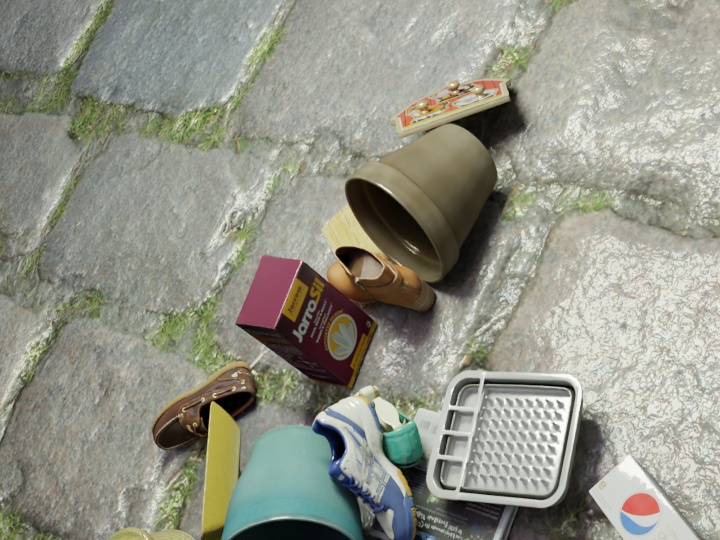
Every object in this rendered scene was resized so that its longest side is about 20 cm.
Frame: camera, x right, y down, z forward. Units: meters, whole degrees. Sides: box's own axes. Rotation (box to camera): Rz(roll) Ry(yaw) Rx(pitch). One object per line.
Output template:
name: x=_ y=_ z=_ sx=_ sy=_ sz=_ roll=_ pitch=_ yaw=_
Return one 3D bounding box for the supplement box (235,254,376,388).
supplement box: x=-0.076 y=0.076 z=1.657 sx=0.085 sy=0.200 sz=0.112 roll=6 pitch=66 yaw=40

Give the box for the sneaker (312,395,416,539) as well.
sneaker: x=0.001 y=0.267 z=1.473 sx=0.202 sy=0.087 sz=0.075 roll=64 pitch=145 yaw=16

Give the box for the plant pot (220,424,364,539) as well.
plant pot: x=-0.090 y=0.321 z=1.527 sx=0.198 sy=0.200 sz=0.190 roll=-30 pitch=34 yaw=21

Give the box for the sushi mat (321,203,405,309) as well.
sushi mat: x=0.005 y=-0.034 z=1.797 sx=0.095 sy=0.012 sz=0.201 roll=-40 pitch=45 yaw=12

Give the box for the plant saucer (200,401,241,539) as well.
plant saucer: x=-0.199 y=0.323 z=1.643 sx=0.047 sy=0.201 sz=0.203 roll=3 pitch=56 yaw=-5

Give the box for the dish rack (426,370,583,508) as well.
dish rack: x=0.187 y=0.215 z=1.432 sx=0.197 sy=0.043 sz=0.174 roll=-3 pitch=60 yaw=38

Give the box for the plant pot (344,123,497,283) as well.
plant pot: x=0.104 y=-0.112 z=1.663 sx=0.173 sy=0.202 sz=0.199 roll=-43 pitch=41 yaw=-18

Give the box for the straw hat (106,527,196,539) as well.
straw hat: x=-0.334 y=0.426 z=1.677 sx=0.198 sy=0.086 sz=0.202 roll=-20 pitch=30 yaw=12

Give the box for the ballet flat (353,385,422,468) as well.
ballet flat: x=0.026 y=0.198 z=1.563 sx=0.066 sy=0.072 sz=0.200 roll=-17 pitch=23 yaw=-21

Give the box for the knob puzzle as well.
knob puzzle: x=0.136 y=-0.269 z=1.761 sx=0.216 sy=0.031 sz=0.220 roll=-19 pitch=19 yaw=7

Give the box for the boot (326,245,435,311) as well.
boot: x=0.000 y=0.000 z=1.658 sx=0.197 sy=0.154 sz=0.075 roll=10 pitch=79 yaw=35

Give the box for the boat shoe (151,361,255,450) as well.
boat shoe: x=-0.248 y=0.224 z=1.797 sx=0.199 sy=0.070 sz=0.071 roll=-39 pitch=41 yaw=13

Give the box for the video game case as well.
video game case: x=0.121 y=0.286 z=1.486 sx=0.198 sy=0.023 sz=0.184 roll=10 pitch=69 yaw=42

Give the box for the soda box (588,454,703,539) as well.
soda box: x=0.340 y=0.304 z=1.262 sx=0.068 sy=0.064 sz=0.201 roll=-42 pitch=44 yaw=8
